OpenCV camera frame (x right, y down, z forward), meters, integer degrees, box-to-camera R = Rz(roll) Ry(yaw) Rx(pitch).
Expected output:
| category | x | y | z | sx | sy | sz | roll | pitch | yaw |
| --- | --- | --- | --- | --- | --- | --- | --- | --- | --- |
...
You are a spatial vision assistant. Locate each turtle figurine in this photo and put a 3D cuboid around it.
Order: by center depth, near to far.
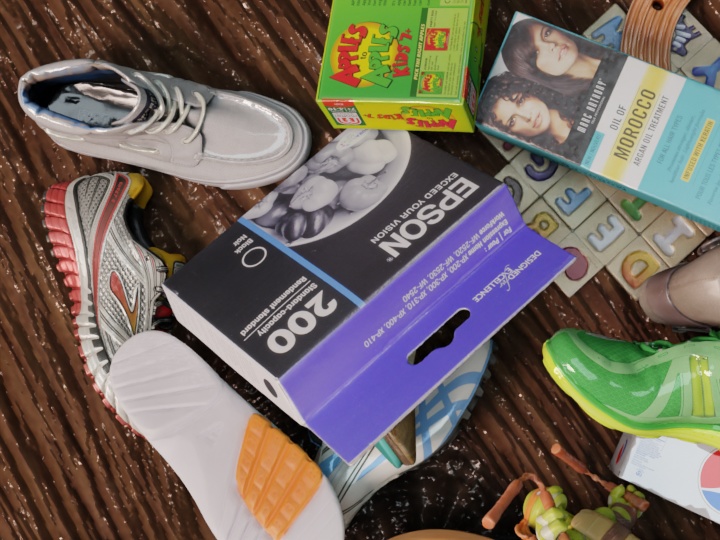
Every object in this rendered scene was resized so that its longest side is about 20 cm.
| category | x | y | z | sx | sy | sz | roll | pitch | yaw |
| --- | --- | --- | --- | --- | --- | --- | --- | --- | --- |
| turtle figurine | 0.155 | 0.177 | 0.763 | 0.161 | 0.200 | 0.065 | 30 | 100 | 25 |

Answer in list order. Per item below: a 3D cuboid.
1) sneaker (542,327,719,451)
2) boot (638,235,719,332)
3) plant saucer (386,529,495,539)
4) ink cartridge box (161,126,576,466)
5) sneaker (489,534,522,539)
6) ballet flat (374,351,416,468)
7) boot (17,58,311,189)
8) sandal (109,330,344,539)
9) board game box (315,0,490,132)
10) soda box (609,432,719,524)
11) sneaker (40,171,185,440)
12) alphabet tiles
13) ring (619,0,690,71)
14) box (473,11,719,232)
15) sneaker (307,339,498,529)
| category | x | y | z | sx | sy | sz | roll | pitch | yaw |
| --- | --- | --- | --- | --- | --- | --- | --- | --- | --- |
| sneaker | 0.208 | 0.064 | 0.765 | 0.198 | 0.074 | 0.084 | 15 | 111 | -1 |
| boot | 0.282 | 0.011 | 0.823 | 0.145 | 0.199 | 0.071 | -12 | 74 | 40 |
| plant saucer | 0.065 | 0.266 | 0.812 | 0.198 | 0.037 | 0.202 | 9 | 111 | 24 |
| ink cartridge box | 0.000 | 0.000 | 0.798 | 0.198 | 0.044 | 0.200 | -41 | 46 | -17 |
| sneaker | 0.162 | 0.230 | 0.842 | 0.198 | 0.074 | 0.082 | 5 | 106 | 5 |
| ballet flat | -0.009 | 0.048 | 0.835 | 0.072 | 0.068 | 0.200 | -38 | 46 | -13 |
| boot | -0.137 | -0.102 | 0.871 | 0.198 | 0.096 | 0.074 | 5 | 87 | 6 |
| sandal | -0.083 | 0.123 | 0.827 | 0.079 | 0.059 | 0.207 | -40 | 75 | -4 |
| board game box | 0.037 | -0.198 | 0.856 | 0.101 | 0.048 | 0.202 | 3 | 74 | 17 |
| soda box | 0.270 | 0.148 | 0.828 | 0.199 | 0.068 | 0.064 | 25 | 88 | 7 |
| sneaker | -0.158 | 0.024 | 0.874 | 0.081 | 0.078 | 0.202 | -18 | 85 | 3 |
| alphabet tiles | 0.187 | -0.084 | 0.883 | 0.200 | 0.006 | 0.167 | -42 | 84 | 1 |
| ring | 0.279 | -0.146 | 0.866 | 0.198 | 0.019 | 0.203 | 0 | 86 | 6 |
| box | 0.181 | -0.097 | 0.839 | 0.199 | 0.049 | 0.083 | 25 | 94 | 15 |
| sneaker | 0.012 | 0.109 | 0.853 | 0.200 | 0.072 | 0.073 | -43 | 97 | 1 |
